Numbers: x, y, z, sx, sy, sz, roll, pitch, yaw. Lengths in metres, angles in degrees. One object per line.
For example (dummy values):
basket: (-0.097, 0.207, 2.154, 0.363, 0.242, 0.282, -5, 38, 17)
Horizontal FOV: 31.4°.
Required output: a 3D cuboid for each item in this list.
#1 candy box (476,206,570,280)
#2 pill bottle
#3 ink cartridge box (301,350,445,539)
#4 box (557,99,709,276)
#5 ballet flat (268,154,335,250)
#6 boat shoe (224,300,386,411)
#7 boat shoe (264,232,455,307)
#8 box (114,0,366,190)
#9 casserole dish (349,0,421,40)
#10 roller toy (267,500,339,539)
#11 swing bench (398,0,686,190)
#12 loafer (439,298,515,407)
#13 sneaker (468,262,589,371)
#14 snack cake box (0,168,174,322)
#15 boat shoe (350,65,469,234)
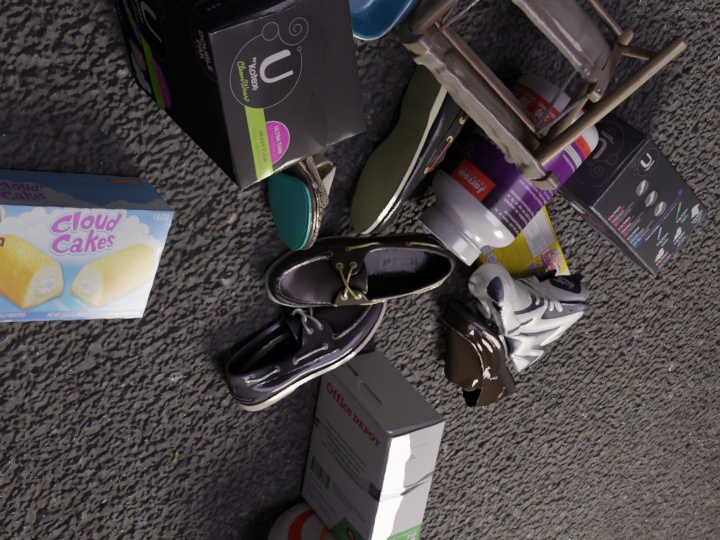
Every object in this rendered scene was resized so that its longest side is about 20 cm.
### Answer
candy box: (0.185, -0.028, 1.531, 0.102, 0.026, 0.201, -39, 138, -8)
pill bottle: (0.155, -0.106, 1.381, 0.200, 0.112, 0.112, -49, 139, 1)
ink cartridge box: (0.012, 0.218, 1.484, 0.083, 0.146, 0.202, -12, 128, -32)
box: (0.304, -0.099, 1.503, 0.106, 0.122, 0.200, -50, 139, 4)
ballet flat: (-0.061, -0.110, 1.239, 0.075, 0.067, 0.201, -44, 139, -28)
boat shoe: (-0.059, 0.072, 1.369, 0.199, 0.073, 0.063, -36, 141, -6)
boat shoe: (0.000, 0.000, 1.338, 0.199, 0.061, 0.073, -12, 105, -16)
box: (-0.103, -0.191, 1.032, 0.124, 0.200, 0.150, -28, 136, -20)
casserole dish: (-0.012, -0.293, 1.154, 0.122, 0.039, 0.199, -53, 138, 7)
roller toy: (-0.030, 0.380, 1.545, 0.199, 0.182, 0.141, -16, 131, -40)
swing bench: (0.163, -0.221, 1.236, 0.200, 0.130, 0.199, -46, 110, 0)
loafer: (0.136, 0.112, 1.561, 0.071, 0.073, 0.201, -40, 138, -9)
sneaker: (0.208, 0.027, 1.515, 0.129, 0.080, 0.200, -37, 138, -6)
snack cake box: (-0.274, -0.022, 1.119, 0.199, 0.067, 0.116, 0, 122, -40)
boat shoe: (0.057, -0.122, 1.315, 0.063, 0.074, 0.203, 21, 102, -38)
